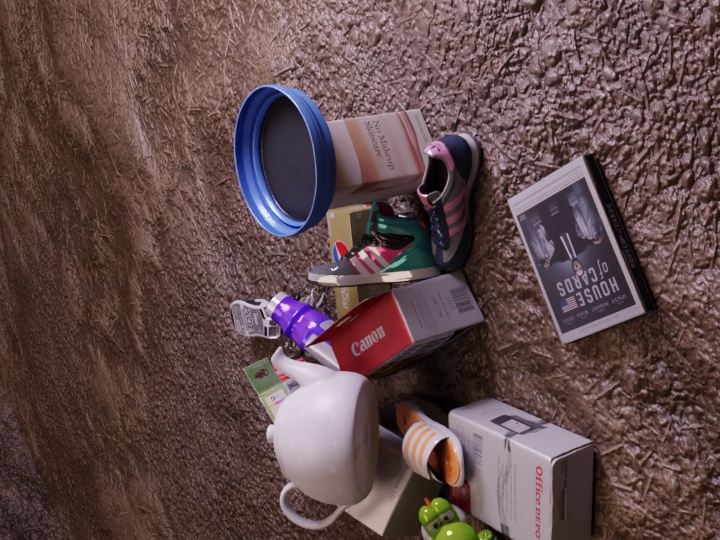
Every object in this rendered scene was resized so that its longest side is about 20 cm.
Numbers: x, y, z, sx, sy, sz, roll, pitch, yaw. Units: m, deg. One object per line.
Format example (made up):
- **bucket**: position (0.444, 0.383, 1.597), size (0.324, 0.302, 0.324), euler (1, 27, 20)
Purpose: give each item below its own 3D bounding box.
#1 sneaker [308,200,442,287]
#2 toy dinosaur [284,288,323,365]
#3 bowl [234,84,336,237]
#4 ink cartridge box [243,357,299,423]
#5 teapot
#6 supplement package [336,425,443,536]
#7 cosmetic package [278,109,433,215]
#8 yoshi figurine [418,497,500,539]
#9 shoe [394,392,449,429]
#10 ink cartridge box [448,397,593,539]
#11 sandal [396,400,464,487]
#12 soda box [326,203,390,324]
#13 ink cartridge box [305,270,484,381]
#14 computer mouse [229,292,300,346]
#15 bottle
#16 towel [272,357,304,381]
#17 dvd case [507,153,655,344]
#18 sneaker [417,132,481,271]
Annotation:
- **sneaker**: position (0.015, -0.040, 1.551), size (0.200, 0.084, 0.121), euler (-5, 93, 16)
- **toy dinosaur**: position (-0.069, 0.142, 1.786), size (0.102, 0.077, 0.200), euler (-34, 86, 21)
- **bowl**: position (-0.100, -0.145, 1.409), size (0.201, 0.039, 0.201), euler (22, 118, 49)
- **ink cartridge box**: position (-0.107, 0.230, 1.805), size (0.059, 0.104, 0.200), euler (-32, 87, 21)
- **teapot**: position (-0.060, 0.237, 1.496), size (0.197, 0.146, 0.200), euler (68, -156, -55)
- **supplement package**: position (0.011, 0.303, 1.627), size (0.200, 0.120, 0.121), euler (26, 92, 33)
- **cosmetic package**: position (0.001, -0.152, 1.476), size (0.087, 0.200, 0.103), euler (-33, 76, 53)
- **yoshi figurine**: position (0.139, 0.391, 1.481), size (0.112, 0.112, 0.200), euler (8, 149, 34)
- **shoe**: position (0.109, 0.241, 1.592), size (0.200, 0.053, 0.070), euler (-134, 31, -56)
- **ink cartridge box**: position (0.213, 0.273, 1.428), size (0.200, 0.083, 0.145), euler (19, 117, 52)
- **sandal**: position (0.081, 0.247, 1.502), size (0.207, 0.059, 0.079), euler (-148, 52, -62)
- **soda box**: position (0.000, 0.000, 1.647), size (0.064, 0.068, 0.200), euler (10, 110, 52)
- **ink cartridge box**: position (0.044, 0.091, 1.522), size (0.200, 0.176, 0.084), euler (-42, 67, 53)
- **computer mouse**: position (-0.166, 0.085, 1.939), size (0.200, 0.044, 0.110), euler (7, 112, 48)
- **bottle**: position (-0.062, 0.108, 1.710), size (0.200, 0.084, 0.065), euler (35, 98, 15)
- **towel**: position (-0.095, 0.247, 1.911), size (0.145, 0.022, 0.200), euler (-20, 85, 55)
- **dvd case**: position (0.265, -0.022, 1.303), size (0.150, 0.025, 0.200), euler (-32, 74, 55)
- **sneaker**: position (0.107, -0.088, 1.451), size (0.070, 0.082, 0.200), euler (29, 125, 46)
